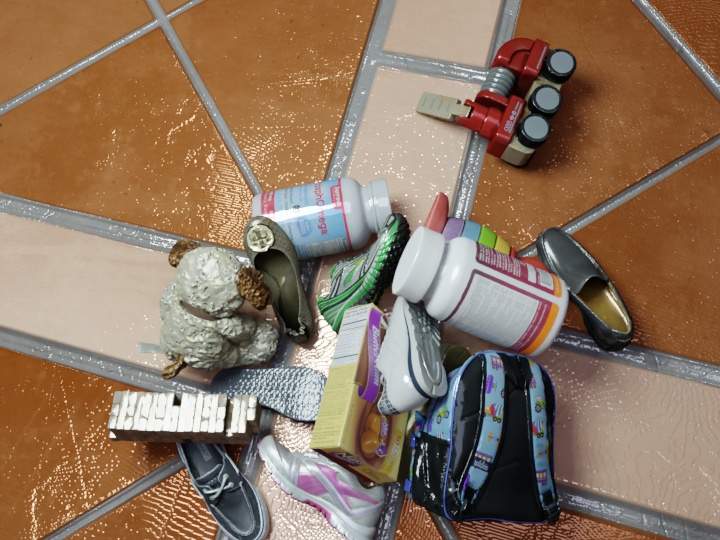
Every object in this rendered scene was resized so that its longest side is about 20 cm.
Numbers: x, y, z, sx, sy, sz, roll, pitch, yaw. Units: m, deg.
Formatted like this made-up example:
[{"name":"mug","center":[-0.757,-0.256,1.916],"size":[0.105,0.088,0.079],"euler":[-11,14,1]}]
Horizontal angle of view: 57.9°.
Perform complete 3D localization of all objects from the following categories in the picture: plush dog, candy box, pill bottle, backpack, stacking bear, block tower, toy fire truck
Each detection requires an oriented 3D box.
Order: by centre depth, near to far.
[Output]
[{"name":"pill bottle","center":[0.148,0.024,0.817],"size":[0.199,0.110,0.110],"euler":[23,76,-7]},{"name":"backpack","center":[0.155,0.204,0.819],"size":[0.181,0.134,0.202],"euler":[11,79,-25]},{"name":"candy box","center":[0.012,0.159,0.854],"size":[0.056,0.117,0.201],"euler":[-16,46,39]},{"name":"block tower","center":[-0.237,0.198,0.874],"size":[0.198,0.058,0.054],"euler":[0,58,0]},{"name":"plush dog","center":[-0.213,0.047,0.896],"size":[0.199,0.160,0.173],"euler":[23,114,14]},{"name":"stacking bear","center":[0.175,-0.007,0.921],"size":[0.199,0.114,0.122],"euler":[24,121,1]},{"name":"pill bottle","center":[-0.053,-0.078,0.967],"size":[0.198,0.109,0.110],"euler":[-11,72,3]},{"name":"toy fire truck","center":[0.199,-0.270,1.002],"size":[0.199,0.129,0.177],"euler":[24,77,3]}]

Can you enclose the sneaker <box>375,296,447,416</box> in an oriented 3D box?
[{"name":"sneaker","center":[0.055,0.097,0.835],"size":[0.080,0.201,0.076],"euler":[-37,113,24]}]

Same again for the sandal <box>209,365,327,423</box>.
[{"name":"sandal","center":[-0.119,0.175,0.940],"size":[0.199,0.043,0.077],"euler":[6,67,18]}]

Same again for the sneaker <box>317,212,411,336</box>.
[{"name":"sneaker","center":[0.000,0.000,0.926],"size":[0.085,0.078,0.201],"euler":[40,109,19]}]

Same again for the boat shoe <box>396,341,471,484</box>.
[{"name":"boat shoe","center":[0.089,0.194,0.900],"size":[0.073,0.063,0.202],"euler":[26,81,-24]}]

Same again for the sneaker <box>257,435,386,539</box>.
[{"name":"sneaker","center":[-0.048,0.279,0.881],"size":[0.199,0.081,0.088],"euler":[34,78,7]}]

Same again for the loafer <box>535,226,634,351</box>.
[{"name":"loafer","center":[0.320,0.016,0.914],"size":[0.073,0.072,0.201],"euler":[-33,72,-3]}]

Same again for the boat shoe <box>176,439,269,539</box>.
[{"name":"boat shoe","center":[-0.196,0.287,0.896],"size":[0.071,0.068,0.201],"euler":[-32,72,-4]}]

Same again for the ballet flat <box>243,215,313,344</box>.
[{"name":"ballet flat","center":[-0.114,0.019,0.921],"size":[0.067,0.046,0.201],"euler":[-14,111,8]}]
